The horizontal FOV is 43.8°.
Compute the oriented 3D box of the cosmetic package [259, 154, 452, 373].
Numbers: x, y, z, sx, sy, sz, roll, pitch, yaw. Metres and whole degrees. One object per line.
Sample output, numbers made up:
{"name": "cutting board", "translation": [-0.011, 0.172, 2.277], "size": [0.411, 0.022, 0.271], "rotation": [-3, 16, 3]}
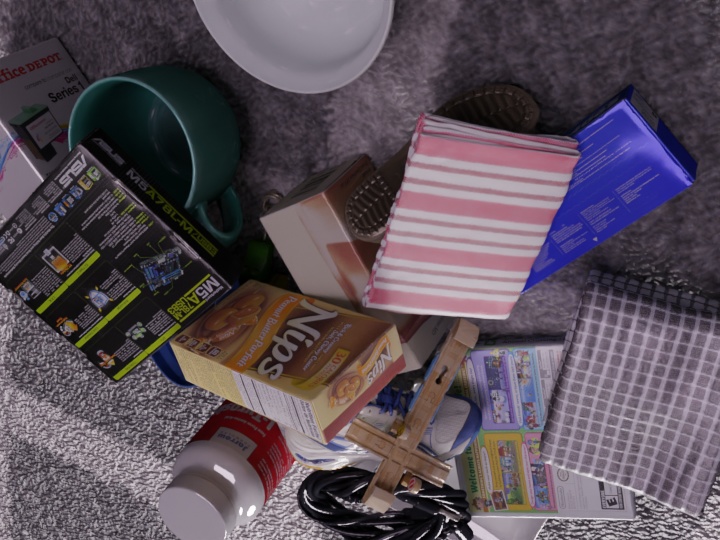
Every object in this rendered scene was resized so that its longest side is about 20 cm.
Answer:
{"name": "cosmetic package", "translation": [0.000, 0.000, 0.900], "size": [0.087, 0.103, 0.200], "rotation": [-18, 110, 33]}

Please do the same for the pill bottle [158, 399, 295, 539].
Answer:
{"name": "pill bottle", "translation": [-0.142, 0.217, 1.029], "size": [0.112, 0.200, 0.112], "rotation": [11, 122, 19]}

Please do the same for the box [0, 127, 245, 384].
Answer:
{"name": "box", "translation": [-0.248, -0.007, 0.879], "size": [0.193, 0.048, 0.200], "rotation": [43, 121, -15]}

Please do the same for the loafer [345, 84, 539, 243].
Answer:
{"name": "loafer", "translation": [0.076, -0.094, 0.821], "size": [0.200, 0.068, 0.076], "rotation": [-34, 68, 14]}

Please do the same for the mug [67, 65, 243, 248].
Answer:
{"name": "mug", "translation": [-0.195, -0.114, 0.911], "size": [0.152, 0.114, 0.185], "rotation": [-1, 110, 26]}

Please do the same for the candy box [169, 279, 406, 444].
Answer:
{"name": "candy box", "translation": [-0.071, 0.078, 0.844], "size": [0.200, 0.115, 0.055], "rotation": [14, 133, 41]}

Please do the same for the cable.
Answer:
{"name": "cable", "translation": [0.017, 0.254, 0.956], "size": [0.200, 0.051, 0.163], "rotation": [0, 149, 22]}

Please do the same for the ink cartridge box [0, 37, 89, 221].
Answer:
{"name": "ink cartridge box", "translation": [-0.333, -0.130, 0.956], "size": [0.084, 0.145, 0.200], "rotation": [-26, 104, 32]}

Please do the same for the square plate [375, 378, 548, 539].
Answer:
{"name": "square plate", "translation": [0.124, 0.231, 1.018], "size": [0.198, 0.028, 0.200], "rotation": [26, 126, 9]}

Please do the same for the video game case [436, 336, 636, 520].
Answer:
{"name": "video game case", "translation": [0.182, 0.165, 0.928], "size": [0.182, 0.022, 0.200], "rotation": [-5, 107, 21]}

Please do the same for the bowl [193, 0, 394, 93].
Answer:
{"name": "bowl", "translation": [-0.045, -0.263, 0.772], "size": [0.201, 0.090, 0.201], "rotation": [15, 128, 20]}

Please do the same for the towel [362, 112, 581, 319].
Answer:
{"name": "towel", "translation": [0.093, -0.039, 0.792], "size": [0.146, 0.030, 0.200], "rotation": [7, 127, -14]}

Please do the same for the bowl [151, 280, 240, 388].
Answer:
{"name": "bowl", "translation": [-0.194, 0.029, 0.994], "size": [0.200, 0.039, 0.201], "rotation": [18, 113, 48]}

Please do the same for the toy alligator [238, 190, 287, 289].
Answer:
{"name": "toy alligator", "translation": [-0.117, 0.009, 0.989], "size": [0.059, 0.054, 0.200], "rotation": [20, 124, 14]}

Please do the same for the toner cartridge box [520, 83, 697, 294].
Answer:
{"name": "toner cartridge box", "translation": [0.189, -0.067, 0.807], "size": [0.095, 0.043, 0.200], "rotation": [49, 126, -6]}

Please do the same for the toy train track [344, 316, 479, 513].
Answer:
{"name": "toy train track", "translation": [0.061, 0.139, 0.853], "size": [0.115, 0.033, 0.200], "rotation": [29, 86, -17]}

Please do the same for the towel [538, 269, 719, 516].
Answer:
{"name": "towel", "translation": [0.262, 0.115, 0.826], "size": [0.165, 0.086, 0.200], "rotation": [14, 110, 11]}

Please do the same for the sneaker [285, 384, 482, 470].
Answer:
{"name": "sneaker", "translation": [0.024, 0.147, 0.887], "size": [0.200, 0.075, 0.088], "rotation": [-7, 133, -4]}

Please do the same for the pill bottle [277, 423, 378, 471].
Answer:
{"name": "pill bottle", "translation": [-0.044, 0.138, 0.989], "size": [0.111, 0.111, 0.200], "rotation": [-5, 121, 28]}
